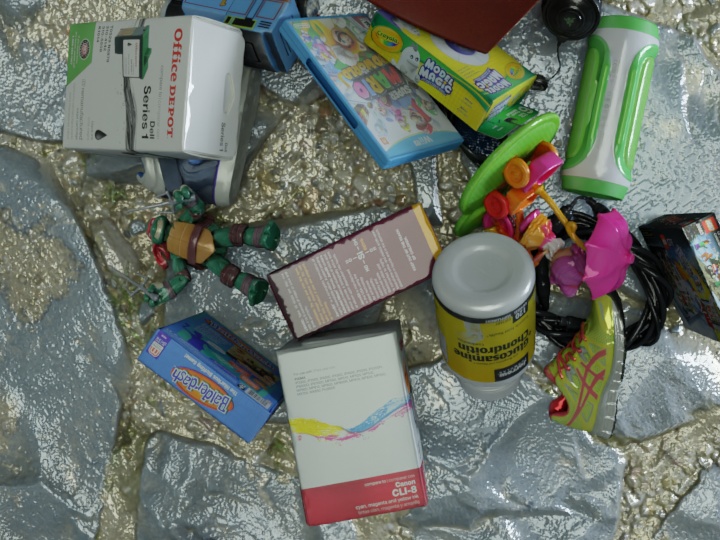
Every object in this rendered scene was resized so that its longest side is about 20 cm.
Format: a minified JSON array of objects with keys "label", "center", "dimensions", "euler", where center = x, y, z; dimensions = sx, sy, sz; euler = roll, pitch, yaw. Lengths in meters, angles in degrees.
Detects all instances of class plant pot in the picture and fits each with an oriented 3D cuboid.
[{"label":"plant pot","center":[0.131,-0.364,0.993],"dimensions":[0.176,0.200,0.201],"euler":[39,55,-9]}]

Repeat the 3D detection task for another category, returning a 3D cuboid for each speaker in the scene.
[{"label":"speaker","center":[0.292,-0.188,1.065],"dimensions":[0.087,0.088,0.203],"euler":[11,93,4]}]

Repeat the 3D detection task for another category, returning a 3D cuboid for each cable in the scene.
[{"label":"cable","center":[0.276,0.023,1.090],"dimensions":[0.163,0.051,0.200],"euler":[-43,90,9]}]

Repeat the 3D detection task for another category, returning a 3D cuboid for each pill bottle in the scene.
[{"label":"pill bottle","center":[0.142,0.060,1.028],"dimensions":[0.110,0.201,0.113],"euler":[-6,50,7]}]

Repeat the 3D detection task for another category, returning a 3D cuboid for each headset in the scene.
[{"label":"headset","center":[0.231,-0.308,1.052],"dimensions":[0.093,0.124,0.202],"euler":[18,113,4]}]

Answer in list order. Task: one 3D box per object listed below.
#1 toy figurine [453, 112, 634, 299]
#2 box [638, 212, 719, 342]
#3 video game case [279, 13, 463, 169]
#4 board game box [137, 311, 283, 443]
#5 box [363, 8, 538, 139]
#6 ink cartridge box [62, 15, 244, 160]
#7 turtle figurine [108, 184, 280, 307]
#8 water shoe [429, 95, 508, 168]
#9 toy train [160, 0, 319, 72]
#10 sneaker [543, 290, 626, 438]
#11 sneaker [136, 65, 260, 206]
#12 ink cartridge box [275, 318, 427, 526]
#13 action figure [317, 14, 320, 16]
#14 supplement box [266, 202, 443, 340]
[{"label":"toy figurine","center":[0.213,-0.040,1.013],"dimensions":[0.149,0.201,0.185],"euler":[-29,70,-36]},{"label":"box","center":[0.375,0.006,1.009],"dimensions":[0.037,0.200,0.138],"euler":[-24,91,5]},{"label":"video game case","center":[0.014,-0.205,1.012],"dimensions":[0.201,0.142,0.018],"euler":[55,131,14]},{"label":"board game box","center":[-0.158,0.117,1.053],"dimensions":[0.151,0.200,0.045],"euler":[36,95,3]},{"label":"box","center":[0.113,-0.234,1.040],"dimensions":[0.200,0.117,0.049],"euler":[42,132,12]},{"label":"ink cartridge box","center":[-0.234,-0.202,1.019],"dimensions":[0.198,0.084,0.149],"euler":[6,93,34]},{"label":"turtle figurine","center":[-0.199,-0.032,1.084],"dimensions":[0.197,0.101,0.152],"euler":[14,112,15]},{"label":"water shoe","center":[0.110,-0.204,1.081],"dimensions":[0.200,0.079,0.072],"euler":[44,94,1]},{"label":"toy train","center":[-0.147,-0.305,1.062],"dimensions":[0.198,0.087,0.115],"euler":[17,63,21]},{"label":"sneaker","center":[0.261,0.108,1.062],"dimensions":[0.089,0.078,0.203],"euler":[6,116,11]},{"label":"sneaker","center":[-0.208,-0.184,1.104],"dimensions":[0.144,0.081,0.203],"euler":[12,92,5]},{"label":"ink cartridge box","center":[-0.007,0.170,1.071],"dimensions":[0.142,0.145,0.203],"euler":[-11,92,4]},{"label":"action figure","center":[0.000,-0.217,1.103],"dimensions":[0.065,0.099,0.201],"euler":[-43,67,8]},{"label":"supplement box","center":[0.000,0.000,1.082],"dimensions":[0.198,0.110,0.087],"euler":[-25,90,5]}]
